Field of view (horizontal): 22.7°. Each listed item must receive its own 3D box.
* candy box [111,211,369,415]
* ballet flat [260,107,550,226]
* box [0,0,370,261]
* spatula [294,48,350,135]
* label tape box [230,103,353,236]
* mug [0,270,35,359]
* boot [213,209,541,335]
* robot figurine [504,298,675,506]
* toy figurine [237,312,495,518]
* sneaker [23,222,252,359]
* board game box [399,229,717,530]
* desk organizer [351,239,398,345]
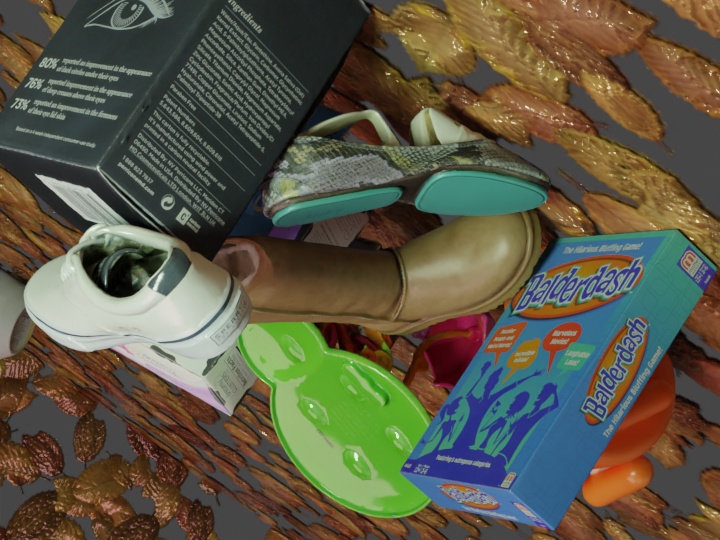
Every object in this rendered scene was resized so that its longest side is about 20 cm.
[{"bbox_3d":[-0.119,-0.012,1.420,0.167,0.201,0.072,26,162,28],"label":"candy box"},{"bbox_3d":[0.029,-0.070,1.133,0.199,0.073,0.072,-4,179,-24],"label":"ballet flat"},{"bbox_3d":[-0.114,-0.120,1.105,0.147,0.201,0.104,16,158,50],"label":"box"},{"bbox_3d":[-0.062,-0.072,1.143,0.021,0.201,0.056,38,174,-19],"label":"spatula"},{"bbox_3d":[-0.095,-0.063,1.328,0.199,0.144,0.066,19,157,43],"label":"label tape box"},{"bbox_3d":[-0.545,0.045,2.607,0.152,0.187,0.150,22,129,12],"label":"mug"},{"bbox_3d":[0.000,0.000,1.199,0.199,0.067,0.175,6,149,-44],"label":"boot"},{"bbox_3d":[0.156,0.092,1.312,0.143,0.117,0.200,30,165,-9],"label":"robot figurine"},{"bbox_3d":[0.023,0.057,1.386,0.200,0.184,0.150,49,135,-5],"label":"toy figurine"},{"bbox_3d":[-0.143,0.002,1.047,0.199,0.073,0.071,2,140,48],"label":"sneaker"},{"bbox_3d":[0.125,0.066,1.156,0.045,0.201,0.152,41,162,-18],"label":"board game box"},{"bbox_3d":[-0.046,0.010,1.569,0.199,0.072,0.077,17,158,48],"label":"desk organizer"}]
